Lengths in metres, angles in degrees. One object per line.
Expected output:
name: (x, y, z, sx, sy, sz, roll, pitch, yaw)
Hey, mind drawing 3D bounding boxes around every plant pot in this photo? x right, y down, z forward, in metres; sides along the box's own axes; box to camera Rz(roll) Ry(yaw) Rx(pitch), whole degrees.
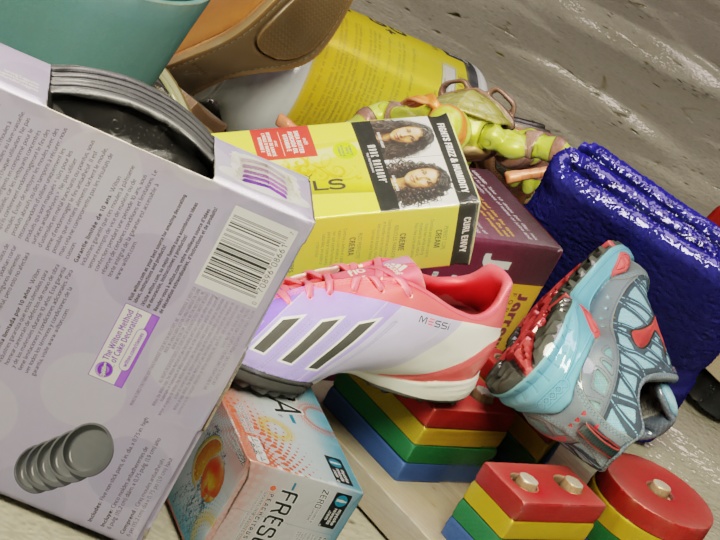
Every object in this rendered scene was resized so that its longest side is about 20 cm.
plant pot: (-0.204, -0.135, 1.498, 0.201, 0.161, 0.201, 26, 21, -10)

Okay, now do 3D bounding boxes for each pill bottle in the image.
pill bottle: (-0.024, -0.121, 1.786, 0.200, 0.112, 0.112, 22, 21, -22)

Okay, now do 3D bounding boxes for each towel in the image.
towel: (0.152, 0.012, 1.611, 0.148, 0.200, 0.050, 31, 57, 3)

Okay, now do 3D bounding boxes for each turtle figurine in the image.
turtle figurine: (0.059, -0.087, 1.672, 0.200, 0.064, 0.161, 7, 0, 16)

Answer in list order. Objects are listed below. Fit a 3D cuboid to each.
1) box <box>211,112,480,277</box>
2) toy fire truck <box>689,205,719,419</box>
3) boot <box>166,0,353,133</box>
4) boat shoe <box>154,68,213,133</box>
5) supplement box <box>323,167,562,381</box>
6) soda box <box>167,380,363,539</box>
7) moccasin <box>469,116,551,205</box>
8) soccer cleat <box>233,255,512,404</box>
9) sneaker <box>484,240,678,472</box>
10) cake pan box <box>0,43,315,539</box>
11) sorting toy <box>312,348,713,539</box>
box: (-0.045, -0.034, 1.373, 0.200, 0.050, 0.075, -5, 46, -12)
toy fire truck: (0.218, 0.003, 1.850, 0.200, 0.129, 0.176, 45, 23, 11)
boot: (-0.107, -0.173, 1.686, 0.155, 0.200, 0.074, 42, -9, 31)
boat shoe: (-0.141, -0.087, 1.601, 0.200, 0.073, 0.065, 41, 17, 27)
supplement box: (0.000, 0.000, 1.516, 0.200, 0.110, 0.086, 6, 32, -40)
soda box: (-0.067, 0.071, 1.341, 0.068, 0.064, 0.200, 19, 24, -28)
moccasin: (0.094, -0.070, 1.881, 0.074, 0.078, 0.201, 14, 3, -11)
soccer cleat: (-0.009, 0.021, 1.337, 0.200, 0.073, 0.068, 8, 30, -41)
sneaker: (0.130, 0.054, 1.464, 0.096, 0.079, 0.200, 46, 26, -2)
cake pan box: (-0.141, 0.007, 1.196, 0.184, 0.200, 0.052, 21, 24, -16)
sorting toy: (0.088, 0.110, 1.453, 0.199, 0.070, 0.200, 7, 30, -47)
